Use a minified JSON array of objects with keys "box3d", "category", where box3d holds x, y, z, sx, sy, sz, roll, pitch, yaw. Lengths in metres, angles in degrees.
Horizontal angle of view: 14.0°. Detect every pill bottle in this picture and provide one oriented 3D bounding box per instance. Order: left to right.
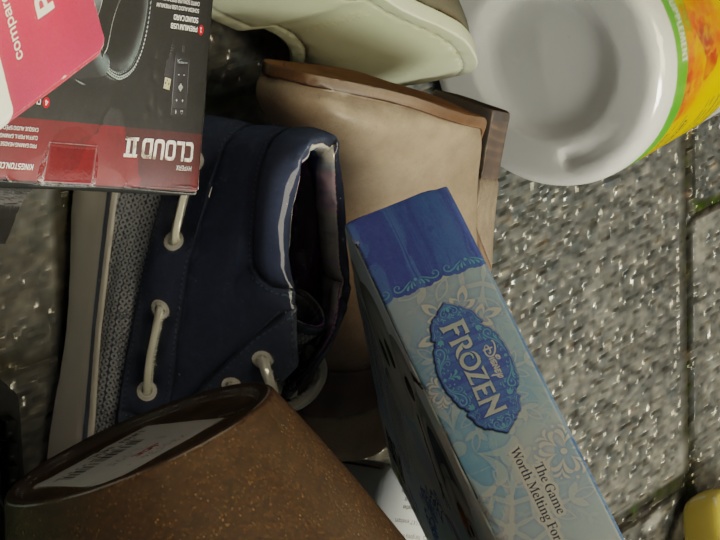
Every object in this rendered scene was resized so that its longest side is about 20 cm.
[{"box3d":[0.126,-0.115,1.282,0.200,0.111,0.112,-30,120,-53],"category":"pill bottle"}]

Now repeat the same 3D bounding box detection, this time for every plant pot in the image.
[{"box3d":[-0.035,0.146,0.941,0.187,0.186,0.201,-34,104,-51],"category":"plant pot"}]

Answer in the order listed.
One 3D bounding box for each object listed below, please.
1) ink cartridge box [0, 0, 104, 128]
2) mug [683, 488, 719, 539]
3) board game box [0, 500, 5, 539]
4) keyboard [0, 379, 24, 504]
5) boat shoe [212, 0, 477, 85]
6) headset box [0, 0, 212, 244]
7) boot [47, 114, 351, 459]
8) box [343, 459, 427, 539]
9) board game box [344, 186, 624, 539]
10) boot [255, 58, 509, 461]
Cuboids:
[{"box3d":[-0.185,-0.053,0.752,0.200,0.144,0.085,-43,129,-47],"category":"ink cartridge box"},{"box3d":[0.198,0.220,1.473,0.153,0.187,0.150,25,107,-48],"category":"mug"},{"box3d":[-0.156,0.113,0.907,0.135,0.028,0.200,-59,140,-35],"category":"board game box"},{"box3d":[-0.170,0.107,0.927,0.200,0.021,0.128,-10,104,-57],"category":"keyboard"},{"box3d":[-0.008,-0.113,1.101,0.202,0.072,0.061,23,59,-66],"category":"boat shoe"},{"box3d":[-0.114,-0.108,0.925,0.149,0.077,0.201,0,97,-58],"category":"headset box"},{"box3d":[-0.055,0.044,1.036,0.073,0.090,0.201,-13,107,-57],"category":"boot"},{"box3d":[0.018,0.182,1.230,0.156,0.041,0.201,15,84,-58],"category":"box"},{"box3d":[0.059,0.103,1.035,0.200,0.043,0.199,79,-12,-62],"category":"board game box"},{"box3d":[0.000,0.000,1.122,0.200,0.070,0.147,7,103,-61],"category":"boot"}]
